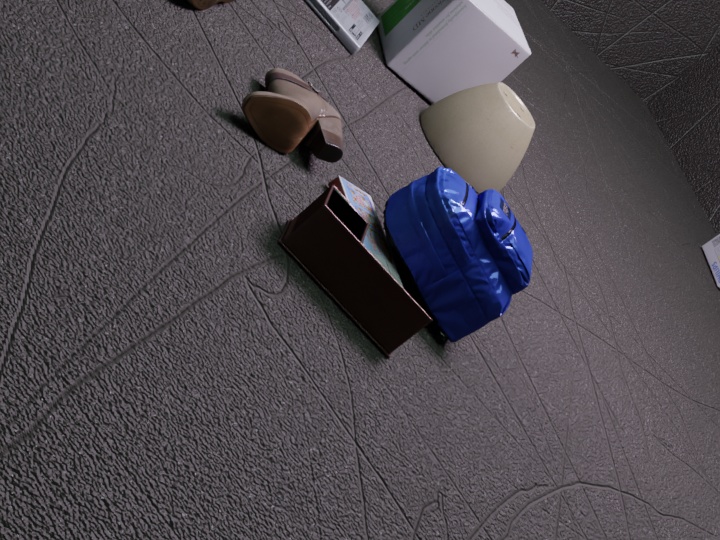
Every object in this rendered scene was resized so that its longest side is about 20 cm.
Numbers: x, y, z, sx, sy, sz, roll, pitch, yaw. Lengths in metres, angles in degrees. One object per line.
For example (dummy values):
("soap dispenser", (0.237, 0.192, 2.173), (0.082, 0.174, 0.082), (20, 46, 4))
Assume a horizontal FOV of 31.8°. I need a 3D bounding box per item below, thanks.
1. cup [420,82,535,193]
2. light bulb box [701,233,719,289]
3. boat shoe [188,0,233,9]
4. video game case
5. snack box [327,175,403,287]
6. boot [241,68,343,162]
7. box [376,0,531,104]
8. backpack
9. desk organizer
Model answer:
("cup", (0.222, -0.247, 2.229), (0.200, 0.143, 0.201), (40, 26, -24))
("light bulb box", (1.043, -0.031, 3.371), (0.125, 0.199, 0.199), (41, 25, -25))
("boat shoe", (-0.212, -0.413, 1.762), (0.065, 0.072, 0.200), (42, 21, 2))
("video game case", (-0.049, -0.474, 2.208), (0.182, 0.023, 0.200), (48, 24, -11))
("snack box", (0.010, -0.036, 1.680), (0.072, 0.024, 0.202), (29, 32, -44))
("boot", (-0.101, -0.223, 1.706), (0.199, 0.070, 0.147), (30, 25, -43))
("box", (0.167, -0.428, 2.316), (0.199, 0.199, 0.173), (33, 29, -32))
("backpack", (0.131, -0.041, 1.720), (0.201, 0.167, 0.163), (55, 14, -14))
("desk organizer", (0.000, 0.000, 1.542), (0.200, 0.077, 0.072), (47, 24, -12))
